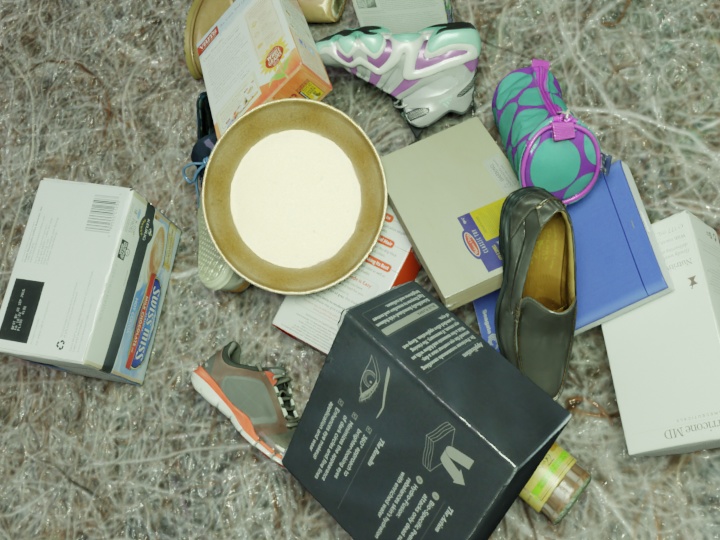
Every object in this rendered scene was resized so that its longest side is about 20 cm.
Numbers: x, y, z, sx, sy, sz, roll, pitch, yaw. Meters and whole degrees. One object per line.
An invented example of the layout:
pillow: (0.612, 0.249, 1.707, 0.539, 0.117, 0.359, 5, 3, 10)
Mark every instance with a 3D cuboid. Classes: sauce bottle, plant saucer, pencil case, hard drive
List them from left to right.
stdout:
plant saucer: (-0.069, -0.077, 0.816, 0.194, 0.035, 0.207, 0, 89, -1)
sauce bottle: (0.133, 0.161, 0.764, 0.199, 0.065, 0.065, 38, 85, 23)
pencil case: (0.186, -0.143, 0.782, 0.083, 0.095, 0.202, 8, 30, -4)
hard drive: (0.196, -0.001, 0.766, 0.198, 0.025, 0.135, -32, 58, 36)

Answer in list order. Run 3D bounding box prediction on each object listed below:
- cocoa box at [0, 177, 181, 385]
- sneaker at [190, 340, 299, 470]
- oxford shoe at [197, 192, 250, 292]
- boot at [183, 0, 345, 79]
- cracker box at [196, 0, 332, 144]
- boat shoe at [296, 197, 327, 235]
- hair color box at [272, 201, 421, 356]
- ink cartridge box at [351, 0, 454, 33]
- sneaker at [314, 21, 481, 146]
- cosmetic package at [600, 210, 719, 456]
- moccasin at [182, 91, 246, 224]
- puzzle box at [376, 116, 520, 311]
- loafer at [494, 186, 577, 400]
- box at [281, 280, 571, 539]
cocoa box: (-0.314, 0.016, 0.899, 0.130, 0.131, 0.206, 6, 74, 17)
sneaker: (-0.099, 0.146, 0.830, 0.198, 0.077, 0.082, 37, 78, 22)
oxford shoe: (-0.156, -0.057, 0.924, 0.074, 0.057, 0.204, -24, 51, 28)
boot: (-0.123, -0.333, 0.999, 0.194, 0.066, 0.180, 3, 74, 15)
cracker box: (-0.116, -0.237, 0.887, 0.133, 0.057, 0.203, -39, 48, 23)
boat shoe: (-0.094, -0.117, 0.893, 0.074, 0.065, 0.202, -44, 48, 18)
hair color box: (0.000, 0.000, 0.855, 0.109, 0.064, 0.204, 24, 81, 24)
ink cartridge box: (0.045, -0.322, 0.872, 0.106, 0.201, 0.052, 1, 66, 15)
sneaker: (0.041, -0.207, 0.890, 0.194, 0.078, 0.144, 2, 115, 14)
cosmetic package: (0.295, 0.065, 0.722, 0.111, 0.080, 0.205, -25, 61, 39)
moccasin: (-0.172, -0.129, 0.896, 0.079, 0.068, 0.203, -32, 47, 14)
puzzle box: (0.105, -0.064, 0.788, 0.130, 0.026, 0.203, -22, 53, -4)
loafer: (0.162, 0.030, 0.693, 0.071, 0.072, 0.206, -10, 104, -7)
box: (0.053, 0.157, 0.711, 0.199, 0.116, 0.200, 40, 125, 24)
